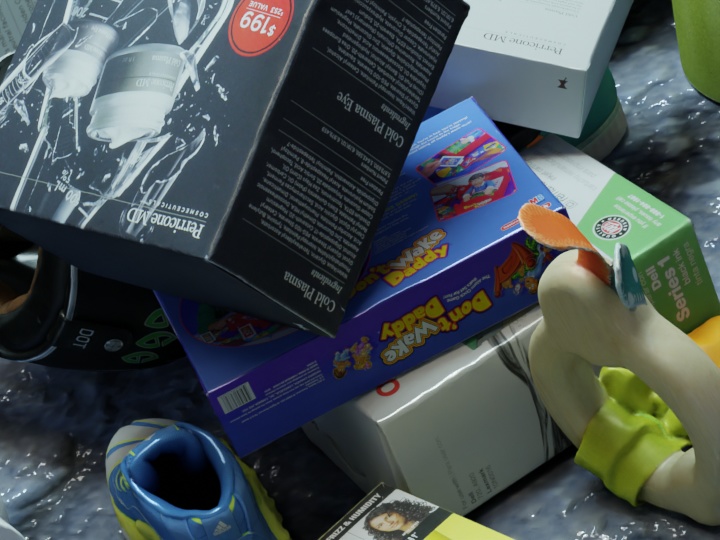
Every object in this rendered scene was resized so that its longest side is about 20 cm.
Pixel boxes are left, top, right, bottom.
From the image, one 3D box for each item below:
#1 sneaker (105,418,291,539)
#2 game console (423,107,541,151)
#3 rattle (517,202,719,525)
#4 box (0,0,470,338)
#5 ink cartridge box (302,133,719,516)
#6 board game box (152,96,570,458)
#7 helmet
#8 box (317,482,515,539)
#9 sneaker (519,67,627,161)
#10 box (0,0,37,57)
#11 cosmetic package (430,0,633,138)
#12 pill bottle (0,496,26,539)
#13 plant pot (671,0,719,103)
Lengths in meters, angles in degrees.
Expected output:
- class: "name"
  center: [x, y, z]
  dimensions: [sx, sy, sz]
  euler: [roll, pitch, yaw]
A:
- class: "sneaker"
  center: [-0.090, 0.104, 1.373]
  dimensions: [0.076, 0.105, 0.200]
  euler: [-32, 35, -14]
- class: "game console"
  center: [-0.015, -0.128, 1.500]
  dimensions: [0.175, 0.117, 0.200]
  euler: [-29, 42, 10]
- class: "rattle"
  center: [0.152, 0.013, 1.270]
  dimensions: [0.142, 0.201, 0.130]
  euler: [-31, 34, -14]
- class: "box"
  center: [-0.076, -0.084, 1.333]
  dimensions: [0.199, 0.104, 0.183]
  euler: [12, 77, 43]
- class: "ink cartridge box"
  center: [0.068, 0.031, 1.402]
  dimensions: [0.199, 0.085, 0.146]
  euler: [-32, 33, -15]
- class: "board game box"
  center: [0.000, 0.000, 1.368]
  dimensions: [0.199, 0.045, 0.135]
  euler: [-27, 34, -4]
- class: "helmet"
  center: [-0.140, -0.041, 1.533]
  dimensions: [0.199, 0.201, 0.190]
  euler: [14, 23, 43]
- class: "box"
  center: [0.058, 0.166, 1.248]
  dimensions: [0.075, 0.050, 0.200]
  euler: [-39, 37, -25]
- class: "sneaker"
  center: [0.076, -0.066, 1.536]
  dimensions: [0.071, 0.080, 0.200]
  euler: [12, 47, 41]
- class: "box"
  center: [-0.269, -0.174, 1.789]
  dimensions: [0.199, 0.200, 0.171]
  euler: [-24, 33, -5]
- class: "cosmetic package"
  center: [0.045, -0.155, 1.481]
  dimensions: [0.199, 0.052, 0.151]
  euler: [13, 40, 12]
- class: "pill bottle"
  center: [-0.256, 0.136, 1.421]
  dimensions: [0.112, 0.113, 0.200]
  euler: [-38, 35, -22]
- class: "plant pot"
  center: [0.251, -0.227, 1.553]
  dimensions: [0.186, 0.201, 0.188]
  euler: [-16, 33, 11]
